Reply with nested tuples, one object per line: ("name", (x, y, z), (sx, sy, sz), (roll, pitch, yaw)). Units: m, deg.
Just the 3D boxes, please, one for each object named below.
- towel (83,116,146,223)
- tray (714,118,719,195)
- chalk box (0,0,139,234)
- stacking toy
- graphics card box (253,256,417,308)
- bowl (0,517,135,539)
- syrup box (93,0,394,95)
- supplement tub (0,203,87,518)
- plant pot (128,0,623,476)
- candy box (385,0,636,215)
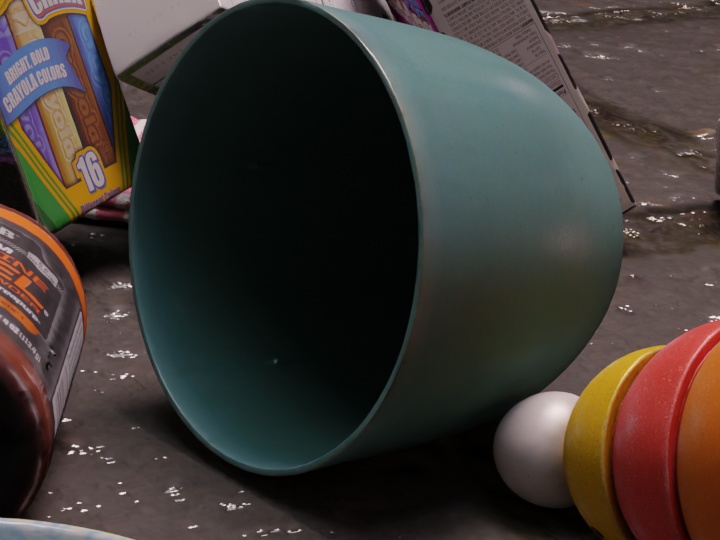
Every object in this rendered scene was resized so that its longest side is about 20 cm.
("towel", (-0.093, -0.057, 1.283), (0.200, 0.030, 0.146), (9, 21, 17))
("tray", (0.314, -0.065, 1.272), (0.199, 0.022, 0.107), (7, -21, 11))
("chalk box", (-0.219, -0.115, 1.132), (0.125, 0.200, 0.124), (-12, 12, 26))
("stacking toy", (0.132, 0.075, 0.837), (0.146, 0.146, 0.200), (-14, 6, -39))
("graphics card box", (0.000, 0.000, 1.099), (0.200, 0.051, 0.125), (-5, 20, -17))
("bowl", (-0.115, 0.154, 0.548), (0.200, 0.108, 0.200), (3, 19, -1))
("syrup box", (-0.057, -0.133, 1.210), (0.079, 0.082, 0.200), (-30, -26, 26))
("supplement tub", (-0.172, 0.034, 0.892), (0.107, 0.107, 0.200), (2, 19, -2))
("plant pot", (0.019, -0.014, 0.942), (0.161, 0.201, 0.200), (0, 16, -41))
("candy box", (0.075, -0.121, 1.233), (0.061, 0.200, 0.136), (-30, 25, -3))
